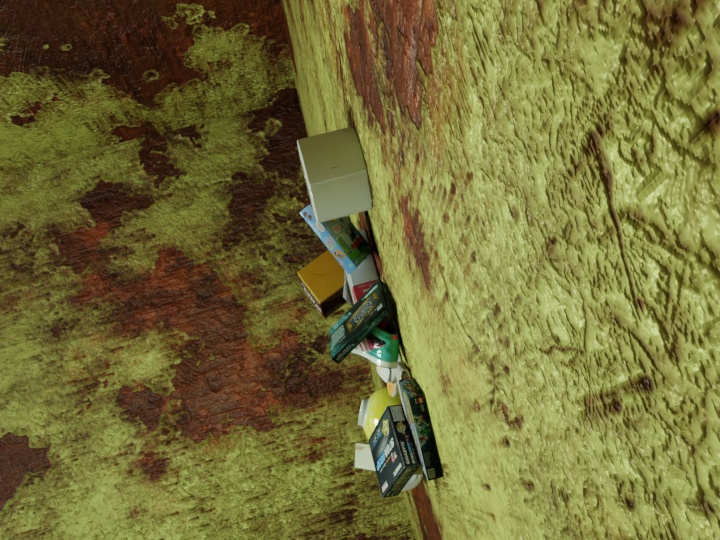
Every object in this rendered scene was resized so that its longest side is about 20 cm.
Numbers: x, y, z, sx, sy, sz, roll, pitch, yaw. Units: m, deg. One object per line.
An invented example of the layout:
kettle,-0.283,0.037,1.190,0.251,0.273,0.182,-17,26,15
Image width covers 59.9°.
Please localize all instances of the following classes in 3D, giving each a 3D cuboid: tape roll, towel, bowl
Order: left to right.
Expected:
tape roll,-0.063,-0.227,1.493,0.203,0.137,0.205,166,90,-87
bowl,0.052,0.448,1.933,0.200,0.106,0.203,-167,90,-87
towel,0.124,0.340,1.605,0.133,0.034,0.202,-164,61,-85

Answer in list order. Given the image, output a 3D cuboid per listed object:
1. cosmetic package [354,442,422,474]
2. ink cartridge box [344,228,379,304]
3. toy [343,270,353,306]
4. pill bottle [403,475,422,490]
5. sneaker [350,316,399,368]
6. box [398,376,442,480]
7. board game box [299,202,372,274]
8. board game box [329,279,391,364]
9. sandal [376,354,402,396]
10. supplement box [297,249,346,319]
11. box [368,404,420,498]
cosmetic package,0.077,0.524,1.747,0.199,0.104,0.072,-16,67,55
ink cartridge box,0.000,0.000,1.787,0.147,0.082,0.202,93,162,-76
toy,0.006,0.065,1.926,0.200,0.047,0.116,51,-144,-57
pill bottle,0.124,0.593,1.924,0.200,0.111,0.114,142,113,-85
sneaker,0.024,0.163,1.613,0.199,0.083,0.122,19,101,37
box,0.139,0.365,1.460,0.137,0.037,0.202,-128,24,-81
board game box,-0.060,-0.102,1.641,0.201,0.036,0.151,51,-153,-5
board game box,-0.004,0.128,1.583,0.028,0.200,0.136,37,-161,-21
sandal,0.076,0.287,1.742,0.080,0.058,0.208,-113,19,-45
supplement box,-0.092,0.033,2.138,0.133,0.196,0.200,51,169,17
box,0.080,0.455,1.570,0.201,0.045,0.160,111,150,-48
